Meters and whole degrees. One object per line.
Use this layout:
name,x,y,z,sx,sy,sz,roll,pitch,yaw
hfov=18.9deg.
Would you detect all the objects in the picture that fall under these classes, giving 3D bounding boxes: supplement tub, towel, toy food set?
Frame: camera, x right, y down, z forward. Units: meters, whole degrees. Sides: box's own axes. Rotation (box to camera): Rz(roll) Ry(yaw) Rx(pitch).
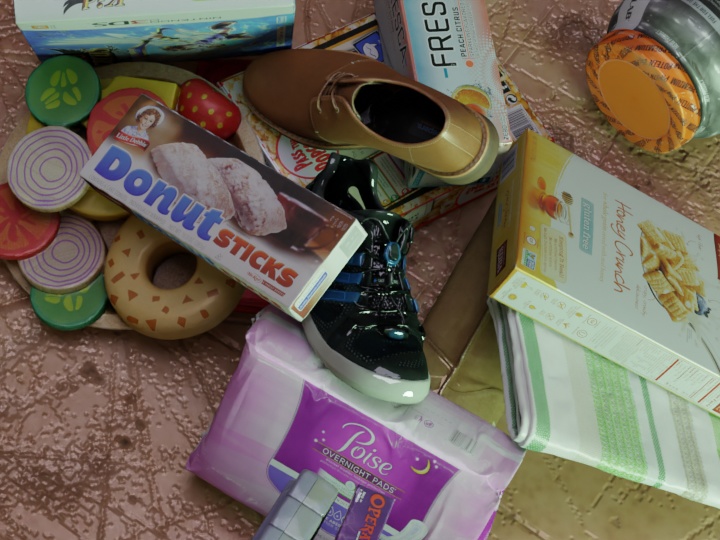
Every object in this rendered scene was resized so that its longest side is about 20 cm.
supplement tub,0.267,-0.180,1.589,0.200,0.123,0.123,-38,74,-24
towel,0.178,0.088,1.438,0.200,0.031,0.149,21,41,-24
toy food set,-0.163,-0.052,1.474,0.198,0.049,0.200,8,75,9

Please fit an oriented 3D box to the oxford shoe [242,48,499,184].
oxford shoe,-0.005,-0.115,1.436,0.200,0.071,0.071,17,84,33

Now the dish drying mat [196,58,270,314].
dish drying mat,-0.086,-0.063,1.534,0.077,0.018,0.200,6,62,-7

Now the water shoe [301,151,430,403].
water shoe,0.000,0.000,1.380,0.071,0.079,0.200,8,35,-30

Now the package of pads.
package of pads,-0.003,0.119,1.392,0.200,0.121,0.076,29,30,8

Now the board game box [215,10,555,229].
board game box,0.015,-0.104,1.543,0.200,0.046,0.152,-26,74,-24

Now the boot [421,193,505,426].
boot,0.058,0.021,1.491,0.175,0.066,0.200,36,64,-4

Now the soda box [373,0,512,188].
soda box,0.052,-0.161,1.513,0.064,0.068,0.200,-3,67,-14

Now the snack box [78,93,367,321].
snack box,-0.091,-0.043,1.397,0.200,0.024,0.072,31,80,32

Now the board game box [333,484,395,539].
board game box,-0.027,0.218,1.297,0.032,0.200,0.120,19,63,0

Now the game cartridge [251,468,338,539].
game cartridge,-0.071,0.203,1.298,0.038,0.200,0.130,28,62,2

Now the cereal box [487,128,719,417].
cereal box,0.182,0.002,1.470,0.200,0.040,0.144,27,41,-17

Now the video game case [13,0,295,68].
video game case,-0.136,-0.176,1.472,0.181,0.200,0.045,-3,86,-3
